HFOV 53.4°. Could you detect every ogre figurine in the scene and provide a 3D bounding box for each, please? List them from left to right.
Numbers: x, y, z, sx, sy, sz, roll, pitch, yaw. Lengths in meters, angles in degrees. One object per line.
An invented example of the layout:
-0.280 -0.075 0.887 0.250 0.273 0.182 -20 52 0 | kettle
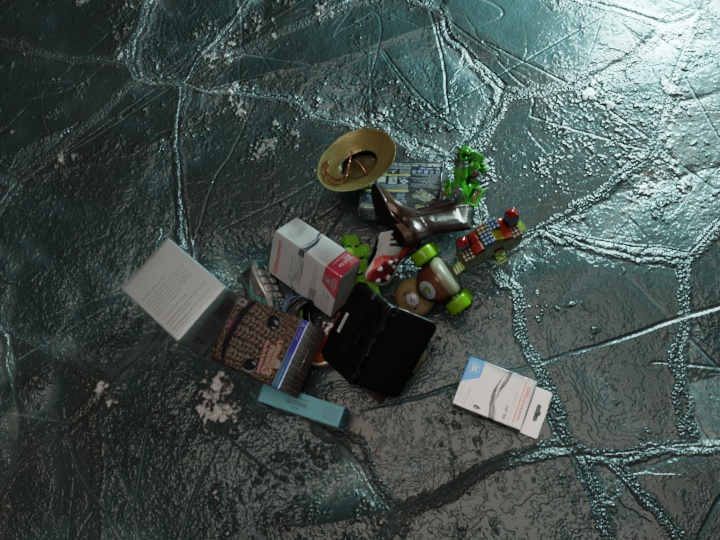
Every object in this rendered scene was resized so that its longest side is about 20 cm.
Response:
0.252 -0.217 1.692 0.098 0.200 0.121 16 91 1 | ogre figurine

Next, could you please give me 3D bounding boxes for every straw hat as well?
0.000 -0.242 1.727 0.200 0.085 0.202 -10 54 15 | straw hat

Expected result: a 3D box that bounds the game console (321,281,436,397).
0.037 0.153 1.586 0.176 0.116 0.201 38 107 36 | game console

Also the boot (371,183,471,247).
0.143 -0.146 1.652 0.199 0.064 0.187 -18 64 -23 | boot

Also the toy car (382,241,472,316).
0.131 0.059 1.652 0.200 0.158 0.165 -37 87 13 | toy car

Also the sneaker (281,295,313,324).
-0.151 0.156 1.675 0.082 0.071 0.201 -4 71 40 | sneaker

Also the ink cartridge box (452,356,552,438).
0.316 0.282 1.586 0.199 0.068 0.117 20 77 14 | ink cartridge box

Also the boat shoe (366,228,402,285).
0.074 -0.059 1.708 0.073 0.063 0.202 8 52 28 | boat shoe

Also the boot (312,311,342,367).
-0.049 0.141 1.661 0.199 0.107 0.075 -33 46 -3 | boot

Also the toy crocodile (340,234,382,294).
0.000 0.000 1.730 0.067 0.062 0.201 -14 73 -33 | toy crocodile

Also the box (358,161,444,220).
0.102 -0.196 1.759 0.199 0.049 0.162 2 55 9 | box

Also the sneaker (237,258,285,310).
-0.239 0.077 1.747 0.091 0.077 0.201 -29 70 22 | sneaker

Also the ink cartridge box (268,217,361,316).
-0.112 -0.010 1.696 0.200 0.145 0.084 35 47 17 | ink cartridge box

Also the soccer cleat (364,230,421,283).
0.061 -0.044 1.626 0.085 0.069 0.200 32 54 22 | soccer cleat

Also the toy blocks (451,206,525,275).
0.299 -0.073 1.663 0.199 0.137 0.100 -26 71 1 | toy blocks

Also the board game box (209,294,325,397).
-0.208 0.168 1.605 0.199 0.097 0.160 18 78 26 | board game box

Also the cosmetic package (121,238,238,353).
-0.419 0.064 1.719 0.200 0.167 0.167 38 82 18 | cosmetic package

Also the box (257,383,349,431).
-0.129 0.311 1.641 0.199 0.082 0.049 16 74 13 | box

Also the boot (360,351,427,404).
0.040 0.187 1.624 0.166 0.072 0.200 -42 104 -2 | boot
